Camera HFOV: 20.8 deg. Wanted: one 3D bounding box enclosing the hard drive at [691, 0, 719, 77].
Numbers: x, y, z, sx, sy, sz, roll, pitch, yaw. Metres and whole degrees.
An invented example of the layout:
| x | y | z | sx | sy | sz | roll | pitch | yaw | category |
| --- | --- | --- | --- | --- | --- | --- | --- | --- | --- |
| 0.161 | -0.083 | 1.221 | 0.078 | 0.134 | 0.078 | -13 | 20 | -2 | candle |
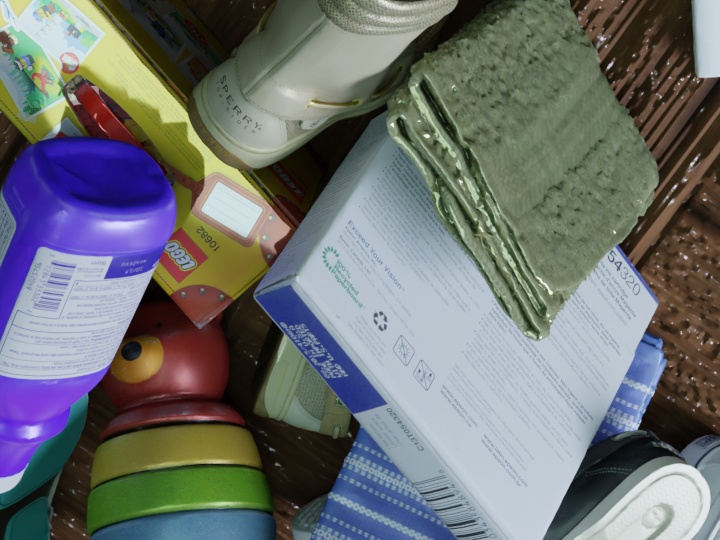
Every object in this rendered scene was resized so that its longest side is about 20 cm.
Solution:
| x | y | z | sx | sy | sz | roll | pitch | yaw | category |
| --- | --- | --- | --- | --- | --- | --- | --- | --- | --- |
| 0.238 | -0.208 | 1.036 | 0.131 | 0.025 | 0.202 | -4 | 105 | 5 | hard drive |

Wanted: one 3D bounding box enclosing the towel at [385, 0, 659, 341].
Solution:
| x | y | z | sx | sy | sz | roll | pitch | yaw | category |
| --- | --- | --- | --- | --- | --- | --- | --- | --- | --- |
| 0.087 | -0.065 | 1.006 | 0.036 | 0.200 | 0.149 | -22 | 104 | 35 | towel |

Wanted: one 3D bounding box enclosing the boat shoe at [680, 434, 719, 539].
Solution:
| x | y | z | sx | sy | sz | roll | pitch | yaw | category |
| --- | --- | --- | --- | --- | --- | --- | --- | --- | --- |
| 0.197 | 0.198 | 1.121 | 0.073 | 0.065 | 0.202 | -4 | 109 | -27 | boat shoe |

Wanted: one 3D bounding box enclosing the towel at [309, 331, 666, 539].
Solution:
| x | y | z | sx | sy | sz | roll | pitch | yaw | category |
| --- | --- | --- | --- | --- | --- | --- | --- | --- | --- |
| 0.072 | 0.101 | 1.089 | 0.144 | 0.024 | 0.201 | 25 | 77 | 2 | towel |

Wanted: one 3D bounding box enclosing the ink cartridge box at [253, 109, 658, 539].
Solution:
| x | y | z | sx | sy | sz | roll | pitch | yaw | category |
| --- | --- | --- | --- | --- | --- | --- | --- | --- | --- |
| 0.057 | 0.016 | 1.018 | 0.043 | 0.200 | 0.197 | -22 | 115 | 43 | ink cartridge box |

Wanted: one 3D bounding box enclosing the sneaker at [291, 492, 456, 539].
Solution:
| x | y | z | sx | sy | sz | roll | pitch | yaw | category |
| --- | --- | --- | --- | --- | --- | --- | --- | --- | --- |
| 0.061 | 0.181 | 1.137 | 0.199 | 0.073 | 0.115 | -2 | 109 | 5 | sneaker |

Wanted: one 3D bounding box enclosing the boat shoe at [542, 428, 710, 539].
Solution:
| x | y | z | sx | sy | sz | roll | pitch | yaw | category |
| --- | --- | --- | --- | --- | --- | --- | --- | --- | --- |
| 0.090 | 0.156 | 1.045 | 0.199 | 0.068 | 0.072 | -34 | 124 | -3 | boat shoe |

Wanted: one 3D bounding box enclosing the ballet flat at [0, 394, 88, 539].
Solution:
| x | y | z | sx | sy | sz | roll | pitch | yaw | category |
| --- | --- | --- | --- | --- | --- | --- | --- | --- | --- |
| -0.206 | 0.115 | 1.114 | 0.071 | 0.072 | 0.201 | 19 | 132 | -1 | ballet flat |

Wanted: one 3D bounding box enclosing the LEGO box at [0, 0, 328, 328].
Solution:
| x | y | z | sx | sy | sz | roll | pitch | yaw | category |
| --- | --- | --- | --- | --- | --- | --- | --- | --- | --- |
| -0.113 | -0.086 | 1.034 | 0.077 | 0.149 | 0.200 | -39 | 99 | 14 | LEGO box |

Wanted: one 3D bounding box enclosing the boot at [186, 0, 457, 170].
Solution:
| x | y | z | sx | sy | sz | roll | pitch | yaw | category |
| --- | --- | --- | --- | --- | --- | --- | --- | --- | --- |
| 0.016 | -0.140 | 0.964 | 0.073 | 0.200 | 0.155 | 51 | 136 | 2 | boot |

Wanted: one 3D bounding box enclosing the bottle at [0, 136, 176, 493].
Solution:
| x | y | z | sx | sy | sz | roll | pitch | yaw | category |
| --- | --- | --- | --- | --- | --- | --- | --- | --- | --- |
| -0.159 | 0.027 | 0.967 | 0.083 | 0.065 | 0.201 | -3 | 135 | -37 | bottle |

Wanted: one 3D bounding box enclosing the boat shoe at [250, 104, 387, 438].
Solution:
| x | y | z | sx | sy | sz | roll | pitch | yaw | category |
| --- | --- | --- | --- | --- | --- | --- | --- | --- | --- |
| 0.000 | 0.002 | 1.093 | 0.063 | 0.073 | 0.202 | 20 | 109 | -10 | boat shoe |

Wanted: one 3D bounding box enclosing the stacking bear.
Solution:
| x | y | z | sx | sy | sz | roll | pitch | yaw | category |
| --- | --- | --- | --- | --- | --- | --- | --- | --- | --- |
| -0.104 | 0.114 | 1.091 | 0.121 | 0.114 | 0.202 | -13 | 74 | 22 | stacking bear |
